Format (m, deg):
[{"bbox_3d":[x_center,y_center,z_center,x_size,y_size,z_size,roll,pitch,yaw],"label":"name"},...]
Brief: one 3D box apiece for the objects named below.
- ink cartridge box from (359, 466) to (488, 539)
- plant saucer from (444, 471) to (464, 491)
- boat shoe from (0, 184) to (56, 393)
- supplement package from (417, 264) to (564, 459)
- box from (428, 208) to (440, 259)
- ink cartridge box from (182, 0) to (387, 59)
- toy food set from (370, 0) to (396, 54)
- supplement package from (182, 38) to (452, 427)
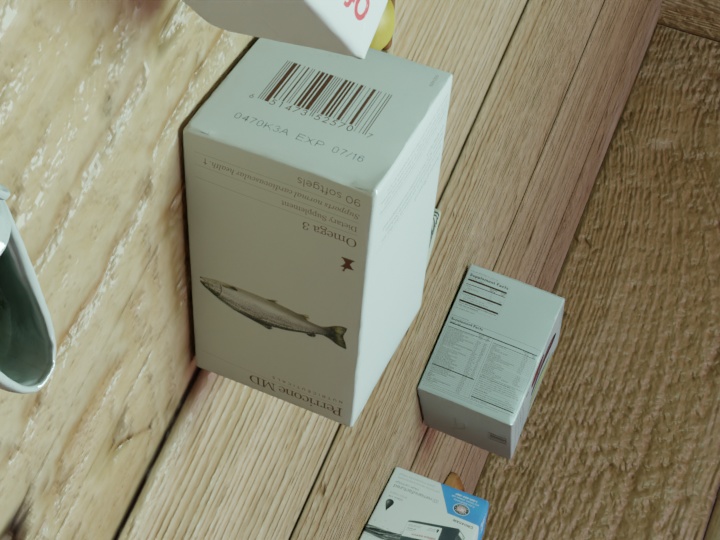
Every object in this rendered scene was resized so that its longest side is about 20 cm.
[{"bbox_3d":[0.074,0.386,1.671,0.200,0.144,0.085,-58,161,-44],"label":"ink cartridge box"},{"bbox_3d":[0.163,0.500,2.429,0.200,0.037,0.201,20,90,-76],"label":"plant saucer"},{"bbox_3d":[-0.140,-0.022,0.388,0.200,0.066,0.074,82,30,-63],"label":"boat shoe"},{"bbox_3d":[0.189,0.135,1.772,0.191,0.146,0.201,76,37,-67],"label":"supplement package"},{"bbox_3d":[0.000,0.000,0.984,0.200,0.068,0.083,-44,150,-64],"label":"box"},{"bbox_3d":[-0.022,-0.209,0.505,0.145,0.083,0.201,32,79,-63],"label":"ink cartridge box"},{"bbox_3d":[0.016,-0.146,0.860,0.201,0.060,0.144,92,21,-51],"label":"toy food set"},{"bbox_3d":[-0.027,-0.025,0.738,0.201,0.116,0.118,94,20,-46],"label":"supplement package"}]
